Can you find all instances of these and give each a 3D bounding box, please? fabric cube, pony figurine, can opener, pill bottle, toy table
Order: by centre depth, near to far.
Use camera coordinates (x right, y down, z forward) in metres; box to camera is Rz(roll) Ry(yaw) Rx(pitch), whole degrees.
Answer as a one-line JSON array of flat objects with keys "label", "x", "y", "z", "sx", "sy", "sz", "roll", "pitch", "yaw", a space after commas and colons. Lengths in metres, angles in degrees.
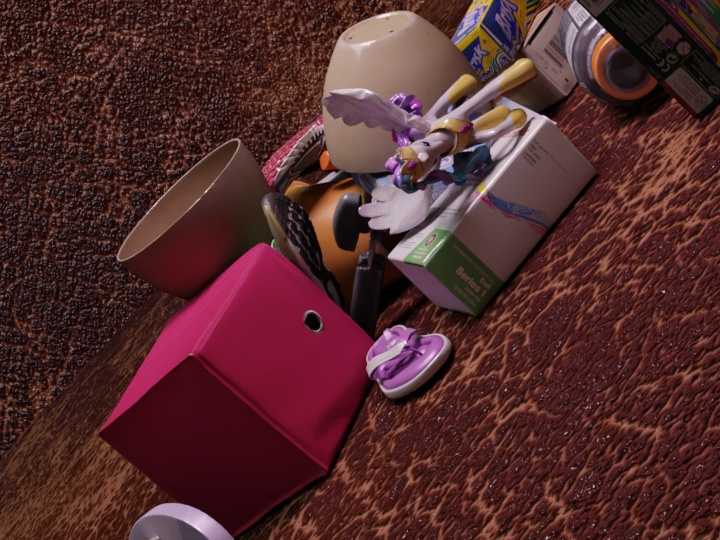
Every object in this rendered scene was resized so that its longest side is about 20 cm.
[{"label": "toy table", "x": -0.201, "y": 0.308, "z": 1.428, "sx": 0.117, "sy": 0.184, "sz": 0.200, "roll": -36, "pitch": -9, "yaw": -34}, {"label": "pony figurine", "x": 0.070, "y": -0.140, "z": 1.553, "sx": 0.199, "sy": 0.167, "sz": 0.193, "roll": -35, "pitch": 16, "yaw": -29}, {"label": "pill bottle", "x": 0.273, "y": -0.237, "z": 1.600, "sx": 0.106, "sy": 0.106, "sz": 0.200, "roll": -45, "pitch": 13, "yaw": 15}, {"label": "fabric cube", "x": -0.127, "y": 0.132, "z": 1.636, "sx": 0.200, "sy": 0.196, "sz": 0.200, "roll": -38, "pitch": 15, "yaw": 38}, {"label": "can opener", "x": 0.000, "y": 0.000, "z": 1.709, "sx": 0.053, "sy": 0.066, "sz": 0.202, "roll": -69, "pitch": -16, "yaw": -63}]

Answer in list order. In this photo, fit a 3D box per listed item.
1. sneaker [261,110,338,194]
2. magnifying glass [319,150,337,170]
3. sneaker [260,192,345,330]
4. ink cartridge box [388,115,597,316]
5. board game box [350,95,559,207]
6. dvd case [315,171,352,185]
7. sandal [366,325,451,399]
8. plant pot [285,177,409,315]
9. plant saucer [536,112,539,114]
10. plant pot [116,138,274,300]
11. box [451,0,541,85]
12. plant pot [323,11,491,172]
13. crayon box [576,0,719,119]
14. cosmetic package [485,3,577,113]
[{"label": "sneaker", "x": -0.049, "y": -0.146, "z": 1.849, "sx": 0.200, "sy": 0.075, "sz": 0.080, "roll": -44, "pitch": 8, "yaw": -36}, {"label": "magnifying glass", "x": 0.041, "y": -0.141, "z": 1.851, "sx": 0.199, "sy": 0.023, "sz": 0.080, "roll": -5, "pitch": -34, "yaw": -30}, {"label": "sneaker", "x": -0.085, "y": 0.003, "z": 1.693, "sx": 0.088, "sy": 0.201, "sz": 0.077, "roll": -14, "pitch": 34, "yaw": 13}, {"label": "ink cartridge box", "x": 0.136, "y": -0.058, "z": 1.568, "sx": 0.200, "sy": 0.084, "sz": 0.145, "roll": -49, "pitch": 12, "yaw": -6}, {"label": "board game box", "x": 0.106, "y": -0.134, "z": 1.734, "sx": 0.199, "sy": 0.044, "sz": 0.199, "roll": -27, "pitch": 26, "yaw": -11}, {"label": "dvd case", "x": -0.009, "y": -0.072, "z": 2.001, "sx": 0.200, "sy": 0.142, "sz": 0.018, "roll": -31, "pitch": 35, "yaw": 54}, {"label": "sandal", "x": 0.035, "y": 0.086, "z": 1.554, "sx": 0.083, "sy": 0.050, "sz": 0.203, "roll": -50, "pitch": 12, "yaw": -9}, {"label": "plant pot", "x": -0.028, "y": -0.031, "z": 1.877, "sx": 0.182, "sy": 0.201, "sz": 0.201, "roll": -20, "pitch": 26, "yaw": 33}, {"label": "plant saucer", "x": 0.149, "y": -0.126, "z": 1.860, "sx": 0.200, "sy": 0.037, "sz": 0.200, "roll": -46, "pitch": 11, "yaw": 12}, {"label": "plant pot", "x": -0.168, "y": -0.037, "z": 1.759, "sx": 0.200, "sy": 0.135, "sz": 0.201, "roll": -40, "pitch": 16, "yaw": 14}, {"label": "box", "x": 0.168, "y": -0.307, "z": 1.878, "sx": 0.070, "sy": 0.064, "sz": 0.200, "roll": -38, "pitch": 15, "yaw": 35}, {"label": "plant pot", "x": 0.039, "y": -0.220, "z": 1.738, "sx": 0.199, "sy": 0.135, "sz": 0.201, "roll": -15, "pitch": 25, "yaw": 7}, {"label": "crayon box", "x": 0.275, "y": -0.261, "z": 1.435, "sx": 0.058, "sy": 0.200, "sz": 0.173, "roll": -41, "pitch": 13, "yaw": 28}, {"label": "cosmetic package", "x": 0.203, "y": -0.250, "z": 1.940, "sx": 0.104, "sy": 0.087, "sz": 0.200, "roll": -55, "pitch": 13, "yaw": -31}]
